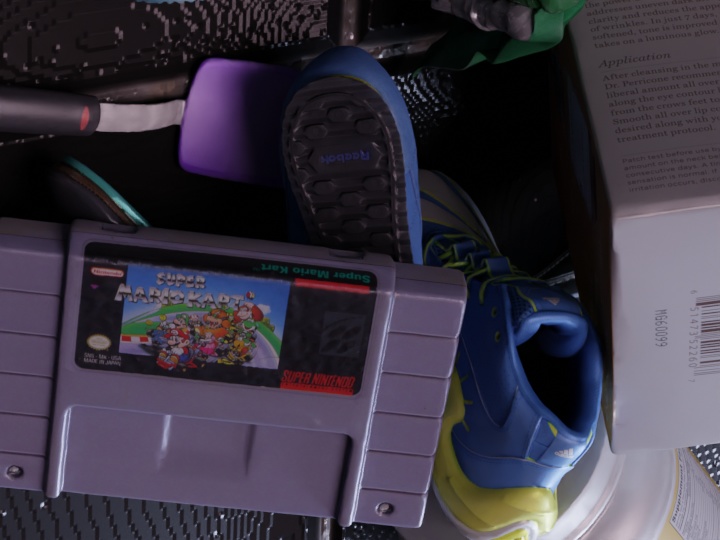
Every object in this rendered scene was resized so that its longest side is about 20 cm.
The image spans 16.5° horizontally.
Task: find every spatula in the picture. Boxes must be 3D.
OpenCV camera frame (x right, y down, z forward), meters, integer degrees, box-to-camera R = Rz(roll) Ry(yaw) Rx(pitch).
[{"bbox_3d":[-0.104,-0.068,1.069,0.199,0.021,0.057,1,110,-38],"label":"spatula"}]

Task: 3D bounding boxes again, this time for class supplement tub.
[{"bbox_3d":[0.105,0.130,1.229,0.146,0.145,0.200,-51,138,-8],"label":"supplement tub"}]

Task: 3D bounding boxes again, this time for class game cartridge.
[{"bbox_3d":[-0.062,0.045,1.049,0.198,0.039,0.130,6,127,-6],"label":"game cartridge"}]

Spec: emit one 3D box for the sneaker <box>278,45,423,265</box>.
[{"bbox_3d":[0.000,0.000,1.107,0.065,0.078,0.202,-1,106,6],"label":"sneaker"}]

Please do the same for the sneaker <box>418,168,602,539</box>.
[{"bbox_3d":[0.066,0.020,1.120,0.075,0.201,0.105,4,144,-31],"label":"sneaker"}]

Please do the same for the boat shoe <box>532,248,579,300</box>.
[{"bbox_3d":[0.153,-0.028,1.269,0.199,0.072,0.071,-29,106,-27],"label":"boat shoe"}]

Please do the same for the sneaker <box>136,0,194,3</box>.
[{"bbox_3d":[-0.021,-0.183,1.048,0.199,0.076,0.081,-30,118,-30],"label":"sneaker"}]

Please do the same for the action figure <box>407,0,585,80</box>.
[{"bbox_3d":[0.066,-0.132,1.058,0.054,0.200,0.119,26,91,-15],"label":"action figure"}]

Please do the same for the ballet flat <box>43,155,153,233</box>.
[{"bbox_3d":[-0.085,0.028,1.097,0.073,0.073,0.200,-53,134,-6],"label":"ballet flat"}]

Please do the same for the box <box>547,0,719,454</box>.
[{"bbox_3d":[0.149,-0.044,1.125,0.105,0.201,0.153,-7,134,0],"label":"box"}]
